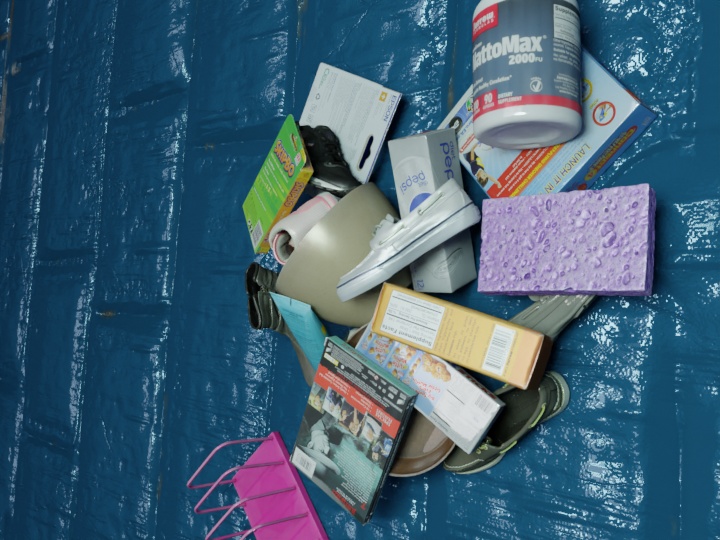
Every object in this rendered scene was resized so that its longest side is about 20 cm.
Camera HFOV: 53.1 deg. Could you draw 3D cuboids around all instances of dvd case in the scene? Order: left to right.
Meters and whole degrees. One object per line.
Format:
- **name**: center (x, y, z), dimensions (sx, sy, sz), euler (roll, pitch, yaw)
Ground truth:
- **dvd case**: center (-0.015, 0.207, 0.937), dimensions (0.145, 0.022, 0.202), euler (30, 113, 32)

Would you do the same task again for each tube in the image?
- **tube**: center (-0.061, 0.106, 1.018), dimensions (0.077, 0.201, 0.051), euler (10, 54, 35)

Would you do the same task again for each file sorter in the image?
- **file sorter**: center (-0.171, 0.382, 1.130), dimensions (0.139, 0.124, 0.201), euler (-50, 55, 27)

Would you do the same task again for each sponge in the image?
- **sponge**: center (0.221, -0.030, 0.796), dimensions (0.198, 0.030, 0.113), euler (-2, 78, 41)

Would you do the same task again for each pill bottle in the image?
- **pill bottle**: center (0.183, -0.248, 0.801), dimensions (0.119, 0.119, 0.203), euler (-6, 81, 42)

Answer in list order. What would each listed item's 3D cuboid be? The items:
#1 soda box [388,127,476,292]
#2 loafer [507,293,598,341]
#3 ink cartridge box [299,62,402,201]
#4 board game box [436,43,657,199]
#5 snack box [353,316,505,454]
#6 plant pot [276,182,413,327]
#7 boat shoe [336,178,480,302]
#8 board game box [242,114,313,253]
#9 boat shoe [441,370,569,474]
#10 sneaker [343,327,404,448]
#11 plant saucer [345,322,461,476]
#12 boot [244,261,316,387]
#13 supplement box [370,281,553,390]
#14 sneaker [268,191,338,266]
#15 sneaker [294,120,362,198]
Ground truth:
- **soda box**: center (0.095, -0.076, 0.930), dimensions (0.063, 0.068, 0.203), euler (0, 105, 42)
- **loafer**: center (0.223, 0.033, 0.837), dimensions (0.070, 0.070, 0.201), euler (44, 117, 15)
- **ink cartridge box**: center (-0.026, -0.200, 1.117), dimensions (0.199, 0.043, 0.199), euler (33, 106, 40)
- **board game box**: center (0.216, -0.180, 0.881), dimensions (0.200, 0.055, 0.197), euler (-50, 56, 27)
- **snack box**: center (0.080, 0.131, 0.887), dimensions (0.199, 0.024, 0.072), euler (38, 107, 28)
- **plant pot**: center (0.000, 0.000, 0.992), dimensions (0.134, 0.200, 0.201), euler (43, 116, 8)
- **boat shoe**: center (0.047, -0.038, 0.875), dimensions (0.199, 0.074, 0.067), euler (-32, 87, 5)
- **board game box**: center (-0.122, -0.125, 1.061), dimensions (0.201, 0.030, 0.096), euler (-56, 43, 43)
- **boat shoe**: center (0.163, 0.189, 0.885), dimensions (0.202, 0.060, 0.073), euler (-45, 59, 30)
- **sneaker**: center (0.036, 0.170, 1.007), dimensions (0.076, 0.075, 0.202), euler (-29, 75, 26)
- **plant saucer**: center (0.051, 0.161, 0.938), dimensions (0.198, 0.034, 0.204), euler (-1, 87, 30)
- **boot**: center (-0.117, 0.089, 1.110), dimensions (0.067, 0.130, 0.203), euler (-30, 66, 37)
- **supplement box**: center (0.114, 0.074, 0.830), dimensions (0.198, 0.066, 0.070), euler (21, 90, 27)
- **sneaker**: center (-0.094, -0.037, 1.069), dimensions (0.076, 0.104, 0.200), euler (49, 155, 8)
- **sneaker**: center (-0.060, -0.170, 1.070), dimensions (0.199, 0.075, 0.088), euler (32, 99, 42)
